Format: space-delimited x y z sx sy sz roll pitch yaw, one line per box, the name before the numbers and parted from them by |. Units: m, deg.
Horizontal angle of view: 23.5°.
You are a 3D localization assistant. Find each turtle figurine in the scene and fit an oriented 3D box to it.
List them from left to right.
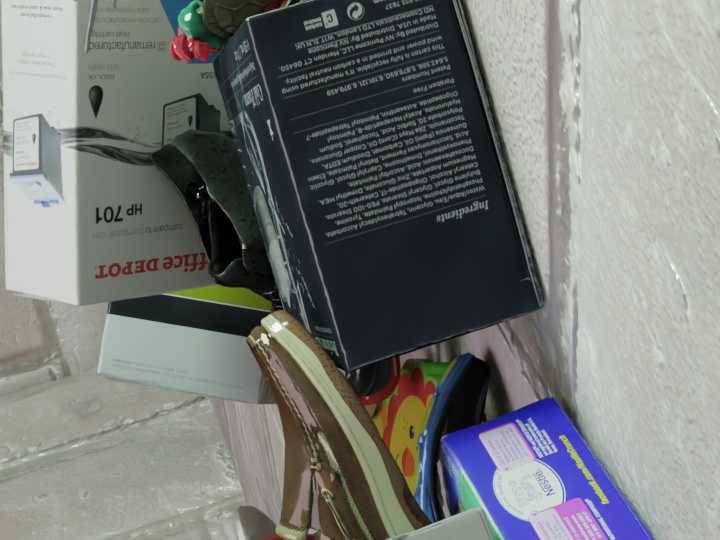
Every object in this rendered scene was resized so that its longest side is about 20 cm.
turtle figurine | -0.080 -0.201 1.044 0.101 0.201 0.150 39 -154 11

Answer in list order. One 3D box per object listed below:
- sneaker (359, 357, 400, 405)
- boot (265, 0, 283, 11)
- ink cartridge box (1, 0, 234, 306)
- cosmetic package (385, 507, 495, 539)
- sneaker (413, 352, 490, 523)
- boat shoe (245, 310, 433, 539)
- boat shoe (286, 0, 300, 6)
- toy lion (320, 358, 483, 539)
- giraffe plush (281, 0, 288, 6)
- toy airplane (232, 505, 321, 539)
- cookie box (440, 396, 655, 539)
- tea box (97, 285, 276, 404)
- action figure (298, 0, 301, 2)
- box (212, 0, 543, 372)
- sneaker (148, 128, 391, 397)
sneaker | 0.000 0.000 1.249 0.115 0.078 0.201 -1 -116 -53
boot | -0.094 -0.184 1.235 0.201 0.072 0.144 -63 6 -12
ink cartridge box | -0.160 -0.086 1.165 0.085 0.146 0.202 7 101 41
cosmetic package | 0.047 0.232 0.849 0.090 0.106 0.201 100 150 -63
sneaker | 0.075 0.154 1.096 0.071 0.082 0.201 88 180 -78
boat shoe | -0.015 0.122 0.945 0.203 0.075 0.075 58 172 0
boat shoe | -0.047 -0.150 1.323 0.200 0.069 0.067 99 -171 -69
toy lion | 0.037 0.157 1.232 0.192 0.068 0.202 -137 52 -65
giraffe plush | -0.124 -0.226 1.427 0.162 0.172 0.201 34 133 42
toy airplane | -0.030 0.228 1.446 0.200 0.198 0.142 84 -178 -54
cookie box | 0.114 0.202 0.935 0.171 0.075 0.201 -121 17 -52
tea box | -0.110 0.002 1.392 0.200 0.132 0.199 36 -116 -82
action figure | -0.010 -0.078 1.181 0.118 0.055 0.201 -41 74 33
box | 0.003 -0.056 1.014 0.200 0.123 0.198 178 75 -80
sneaker | -0.057 -0.001 1.138 0.060 0.104 0.201 -24 85 52
